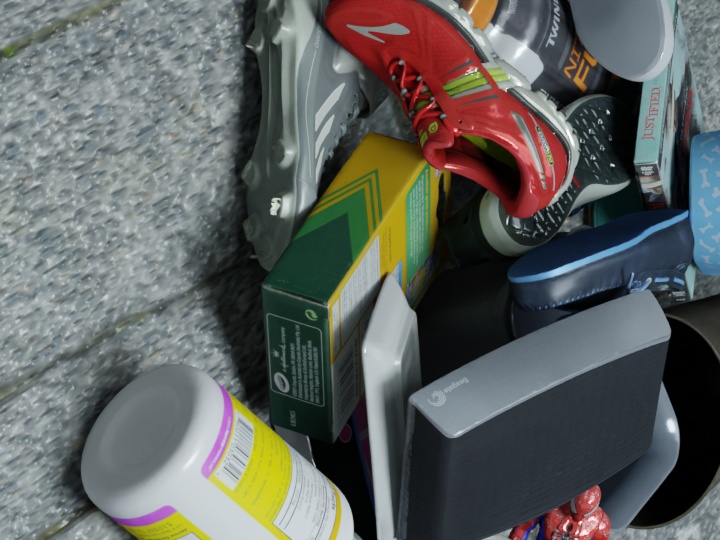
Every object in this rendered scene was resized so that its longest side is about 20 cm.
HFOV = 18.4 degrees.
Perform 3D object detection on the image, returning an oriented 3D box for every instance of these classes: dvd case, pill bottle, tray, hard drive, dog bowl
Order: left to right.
[{"bbox_3d":[-0.075,0.151,1.384,0.200,0.104,0.104,45,55,-35],"label":"pill bottle"},{"bbox_3d":[0.026,0.112,1.439,0.107,0.022,0.200,-71,158,-63],"label":"tray"},{"bbox_3d":[0.119,-0.156,1.625,0.200,0.106,0.106,31,64,-42],"label":"pill bottle"},{"bbox_3d":[0.115,0.100,1.419,0.200,0.042,0.135,-22,134,-30],"label":"hard drive"},{"bbox_3d":[0.232,-0.087,1.649,0.200,0.022,0.146,63,33,-55],"label":"dvd case"},{"bbox_3d":[0.272,-0.048,1.640,0.200,0.049,0.112,23,67,-78],"label":"dog bowl"}]

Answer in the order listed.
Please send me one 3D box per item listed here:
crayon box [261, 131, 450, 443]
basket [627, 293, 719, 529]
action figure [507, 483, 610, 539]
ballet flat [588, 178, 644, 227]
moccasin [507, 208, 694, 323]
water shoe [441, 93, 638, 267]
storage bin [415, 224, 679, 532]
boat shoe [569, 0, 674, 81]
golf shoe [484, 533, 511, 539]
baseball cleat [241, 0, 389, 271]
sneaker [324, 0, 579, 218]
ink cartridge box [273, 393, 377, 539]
[{"bbox_3d":[0.000,0.000,1.472,0.200,0.052,0.126,-56,155,-42],"label":"crayon box"},{"bbox_3d":[0.270,0.092,1.747,0.200,0.136,0.181,-21,135,-53],"label":"basket"},{"bbox_3d":[0.126,0.210,1.537,0.065,0.200,0.052,24,42,3],"label":"action figure"},{"bbox_3d":[0.219,-0.089,1.767,0.071,0.071,0.200,10,80,-47],"label":"ballet flat"},{"bbox_3d":[0.174,0.007,1.492,0.200,0.080,0.068,-17,103,-47],"label":"moccasin"},{"bbox_3d":[0.127,-0.066,1.566,0.200,0.079,0.072,-34,99,-46],"label":"water shoe"},{"bbox_3d":[0.113,0.085,1.574,0.146,0.134,0.200,-44,116,-41],"label":"storage bin"},{"bbox_3d":[0.181,-0.216,1.597,0.065,0.074,0.200,15,46,-49],"label":"boat shoe"},{"bbox_3d":[0.048,0.260,1.505,0.094,0.200,0.078,43,5,9],"label":"golf shoe"},{"bbox_3d":[-0.025,-0.095,1.480,0.106,0.070,0.200,7,81,-34],"label":"baseball cleat"},{"bbox_3d":[0.055,-0.112,1.445,0.200,0.077,0.085,38,52,-2],"label":"sneaker"},{"bbox_3d":[0.002,0.181,1.518,0.095,0.037,0.200,-22,104,-47],"label":"ink cartridge box"}]
